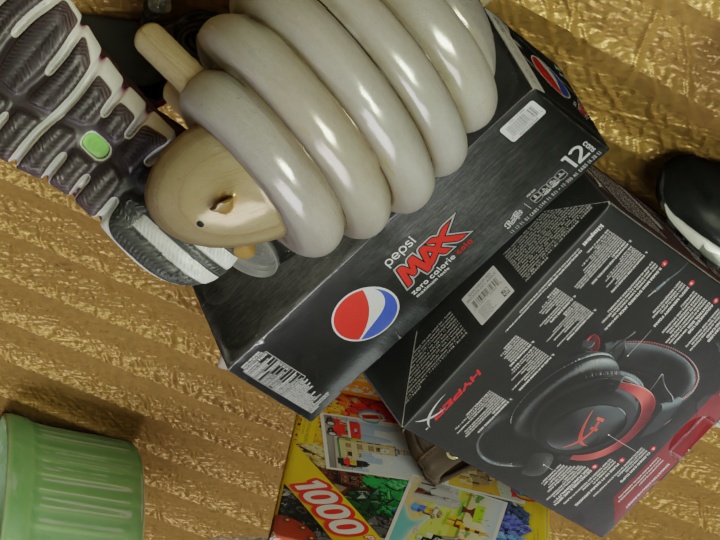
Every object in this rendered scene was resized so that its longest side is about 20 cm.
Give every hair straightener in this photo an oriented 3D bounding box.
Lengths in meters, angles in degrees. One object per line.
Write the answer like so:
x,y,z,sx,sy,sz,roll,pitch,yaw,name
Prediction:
-0.084,-0.102,1.201,0.200,0.041,0.077,10,156,14,hair straightener

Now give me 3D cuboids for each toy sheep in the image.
-0.010,-0.082,1.088,0.138,0.200,0.138,49,174,7,toy sheep

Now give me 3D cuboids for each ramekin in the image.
-0.211,0.203,1.741,0.097,0.200,0.200,8,157,-12,ramekin

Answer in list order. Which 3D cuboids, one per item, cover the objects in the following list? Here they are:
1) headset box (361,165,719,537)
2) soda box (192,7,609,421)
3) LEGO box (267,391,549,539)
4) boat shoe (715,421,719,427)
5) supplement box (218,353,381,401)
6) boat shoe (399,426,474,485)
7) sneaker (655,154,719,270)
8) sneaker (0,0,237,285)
0.111,0.038,1.258,0.149,0.075,0.200,-48,135,11,headset box
0.016,-0.025,1.183,0.200,0.071,0.063,-42,133,15,soda box
0.025,0.146,1.378,0.149,0.200,0.077,13,113,-1,LEGO box
0.275,0.074,1.418,0.200,0.072,0.066,2,159,19,boat shoe
0.000,0.000,1.355,0.126,0.074,0.200,12,156,-5,supplement box
0.116,0.065,1.380,0.200,0.060,0.072,-14,162,-18,boat shoe
0.247,-0.025,1.239,0.200,0.076,0.088,25,119,-4,sneaker
-0.132,-0.072,1.180,0.200,0.076,0.116,47,-176,-2,sneaker
